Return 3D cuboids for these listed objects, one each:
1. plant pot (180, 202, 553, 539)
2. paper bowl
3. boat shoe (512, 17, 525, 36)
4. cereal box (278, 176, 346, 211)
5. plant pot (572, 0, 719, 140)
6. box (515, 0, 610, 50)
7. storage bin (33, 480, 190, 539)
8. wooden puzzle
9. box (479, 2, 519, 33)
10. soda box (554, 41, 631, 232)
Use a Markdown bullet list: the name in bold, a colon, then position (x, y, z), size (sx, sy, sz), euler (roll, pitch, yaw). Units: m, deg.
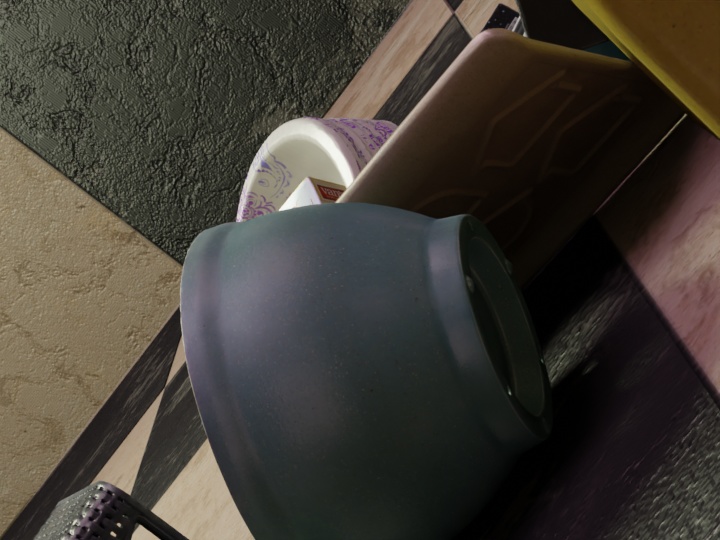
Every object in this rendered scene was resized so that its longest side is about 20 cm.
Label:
- **plant pot**: position (0.016, 0.049, 0.921), size (0.133, 0.201, 0.201), euler (-21, 19, 17)
- **paper bowl**: position (0.000, 0.000, 1.222), size (0.200, 0.103, 0.203), euler (0, 90, 62)
- **boat shoe**: position (0.104, -0.127, 1.330), size (0.201, 0.068, 0.072), euler (-55, 9, -14)
- **cereal box**: position (-0.025, 0.064, 1.104), size (0.144, 0.039, 0.201), euler (-48, 50, 30)
- **plant pot**: position (0.175, -0.198, 0.931), size (0.195, 0.199, 0.196), euler (-51, 8, 10)
- **box**: position (0.118, -0.220, 1.125), size (0.078, 0.142, 0.200), euler (-14, 16, 8)
- **storage bin**: position (-0.170, 0.231, 1.280), size (0.094, 0.135, 0.200), euler (-55, 9, -20)
- **wooden puzzle**: position (0.074, -0.062, 1.054), size (0.199, 0.046, 0.185), euler (6, -48, -50)
- **box**: position (0.072, -0.090, 1.420), size (0.201, 0.037, 0.137), euler (-57, -13, -19)
- **soda box**: position (0.129, -0.105, 1.213), size (0.068, 0.064, 0.201), euler (-19, 30, 43)
